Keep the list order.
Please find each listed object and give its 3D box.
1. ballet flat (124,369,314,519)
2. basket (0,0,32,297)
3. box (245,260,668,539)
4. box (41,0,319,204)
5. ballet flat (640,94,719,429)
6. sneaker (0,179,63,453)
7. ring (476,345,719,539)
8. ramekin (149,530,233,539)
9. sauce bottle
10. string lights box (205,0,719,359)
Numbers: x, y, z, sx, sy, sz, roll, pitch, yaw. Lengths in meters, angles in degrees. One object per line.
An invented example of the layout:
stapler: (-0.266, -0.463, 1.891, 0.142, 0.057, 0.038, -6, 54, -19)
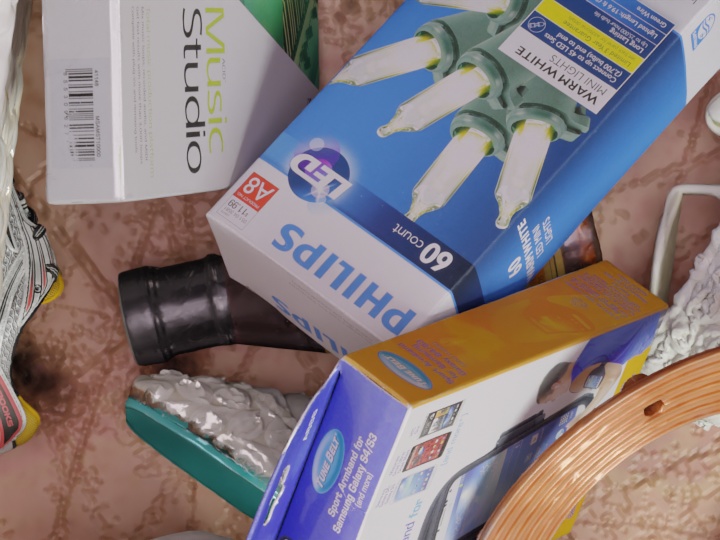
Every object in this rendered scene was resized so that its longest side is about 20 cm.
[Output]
ballet flat: (-0.007, 0.094, 1.229, 0.200, 0.072, 0.072, 38, 94, -5)
basket: (-0.221, -0.076, 1.091, 0.199, 0.161, 0.199, 6, 85, 1)
box: (0.034, 0.073, 1.133, 0.041, 0.200, 0.119, 35, 122, 25)
box: (-0.067, -0.103, 1.142, 0.036, 0.200, 0.145, 0, 95, 19)
ballet flat: (0.162, -0.034, 1.202, 0.072, 0.072, 0.201, 21, 95, -1)
sneaker: (-0.167, -0.017, 1.221, 0.082, 0.078, 0.201, 2, 93, -22)
ring: (0.122, 0.101, 1.180, 0.200, 0.200, 0.019, -40, 50, 3)
ramekin: (-0.067, 0.200, 1.169, 0.105, 0.200, 0.201, -23, 93, -8)
sauce bottle: (0.000, 0.000, 1.217, 0.199, 0.066, 0.066, -13, 94, 4)
string lights box: (0.044, -0.053, 1.167, 0.103, 0.059, 0.200, 35, 72, 22)
